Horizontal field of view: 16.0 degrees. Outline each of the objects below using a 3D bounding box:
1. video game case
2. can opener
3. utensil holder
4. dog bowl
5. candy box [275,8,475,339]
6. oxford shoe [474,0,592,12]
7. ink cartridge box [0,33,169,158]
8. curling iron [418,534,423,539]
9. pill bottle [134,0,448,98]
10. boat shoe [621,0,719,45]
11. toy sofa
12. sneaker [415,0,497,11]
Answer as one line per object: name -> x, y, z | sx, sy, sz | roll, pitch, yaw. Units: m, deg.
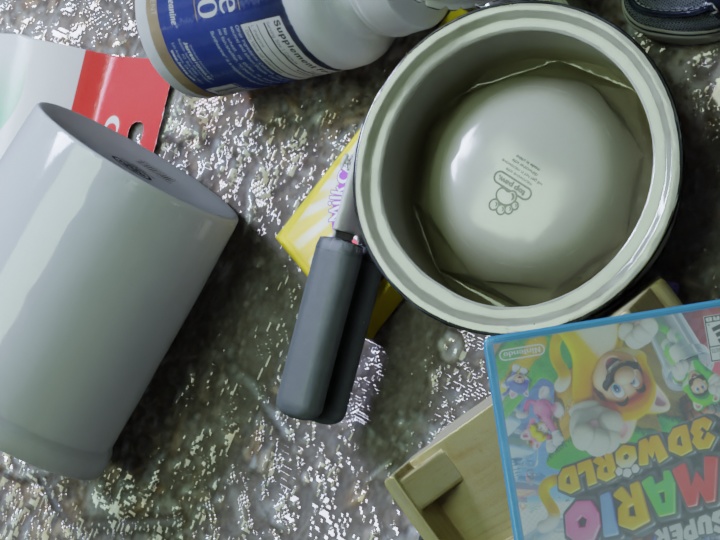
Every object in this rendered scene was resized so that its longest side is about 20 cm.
video game case -> 0.152, 0.124, 1.389 | 0.143, 0.018, 0.200 | -9, 84, 7
can opener -> 0.000, 0.000, 1.597 | 0.066, 0.053, 0.200 | 20, 92, 37
utensil holder -> -0.198, 0.011, 1.715 | 0.170, 0.170, 0.200 | 37, 100, 40
dog bowl -> 0.101, -0.054, 1.516 | 0.200, 0.074, 0.200 | -4, 78, 19
candy box -> 0.034, -0.064, 1.637 | 0.200, 0.026, 0.102 | -52, 49, 15
oxford shoe -> 0.078, -0.202, 1.613 | 0.058, 0.075, 0.200 | -42, 59, 19
ink cartridge box -> -0.234, -0.087, 1.855 | 0.200, 0.050, 0.161 | 7, 81, 43
curling iron -> 0.042, 0.213, 1.550 | 0.050, 0.026, 0.200 | 3, 73, 19
pill bottle -> -0.042, -0.181, 1.677 | 0.200, 0.111, 0.111 | -9, 71, 39
boat shoe -> 0.219, -0.186, 1.475 | 0.200, 0.093, 0.075 | -13, 69, 36
toy sofa -> 0.120, 0.093, 1.489 | 0.200, 0.098, 0.083 | -37, 88, 25
sneaker -> 0.115, -0.215, 1.530 | 0.200, 0.080, 0.078 | -24, 65, -17
